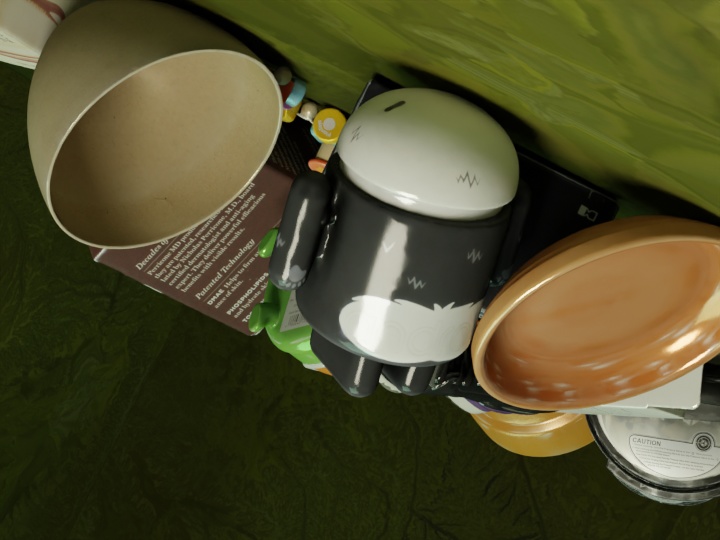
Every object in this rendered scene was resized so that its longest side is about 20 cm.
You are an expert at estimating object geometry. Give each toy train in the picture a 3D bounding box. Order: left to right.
[{"bbox_3d":[-0.048,-0.123,1.497,0.200,0.056,0.150,28,178,-27],"label":"toy train"}]

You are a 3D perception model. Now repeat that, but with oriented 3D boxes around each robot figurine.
[{"bbox_3d":[0.027,-0.019,1.136,0.125,0.200,0.150,22,-155,15],"label":"robot figurine"}]

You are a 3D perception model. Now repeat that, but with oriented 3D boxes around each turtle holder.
[{"bbox_3d":[-0.008,0.009,1.495,0.132,0.141,0.186,37,-155,-33],"label":"turtle holder"}]

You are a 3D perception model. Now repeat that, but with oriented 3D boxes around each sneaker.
[{"bbox_3d":[0.087,0.064,1.301,0.087,0.076,0.200,6,172,35],"label":"sneaker"}]

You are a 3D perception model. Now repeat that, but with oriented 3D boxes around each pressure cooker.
[{"bbox_3d":[0.274,0.105,1.504,0.179,0.176,0.200,56,-176,12],"label":"pressure cooker"}]

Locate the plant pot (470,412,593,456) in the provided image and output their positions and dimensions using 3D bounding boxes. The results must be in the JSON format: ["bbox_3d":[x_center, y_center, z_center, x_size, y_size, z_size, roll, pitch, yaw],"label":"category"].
[{"bbox_3d":[0.175,0.069,1.871,0.200,0.200,0.183,25,164,39],"label":"plant pot"}]

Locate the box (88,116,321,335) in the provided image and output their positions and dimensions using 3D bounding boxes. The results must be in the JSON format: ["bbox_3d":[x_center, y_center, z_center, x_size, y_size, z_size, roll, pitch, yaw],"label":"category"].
[{"bbox_3d":[-0.139,-0.077,1.624,0.200,0.164,0.166,28,-156,-39],"label":"box"}]

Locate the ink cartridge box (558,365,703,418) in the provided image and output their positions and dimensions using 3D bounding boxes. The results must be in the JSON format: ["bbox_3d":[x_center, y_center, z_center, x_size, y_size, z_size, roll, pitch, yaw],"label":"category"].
[{"bbox_3d":[0.197,0.056,1.400,0.200,0.115,0.068,1,168,37],"label":"ink cartridge box"}]

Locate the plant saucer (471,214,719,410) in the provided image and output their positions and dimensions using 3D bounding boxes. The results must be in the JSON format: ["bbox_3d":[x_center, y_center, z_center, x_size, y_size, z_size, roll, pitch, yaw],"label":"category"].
[{"bbox_3d":[0.167,0.025,1.159,0.200,0.200,0.038,29,-143,-48],"label":"plant saucer"}]

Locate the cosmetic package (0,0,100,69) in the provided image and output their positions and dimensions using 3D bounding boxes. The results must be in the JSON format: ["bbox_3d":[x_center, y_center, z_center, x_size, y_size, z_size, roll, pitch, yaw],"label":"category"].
[{"bbox_3d":[-0.298,-0.230,1.373,0.103,0.087,0.200,14,173,26],"label":"cosmetic package"}]

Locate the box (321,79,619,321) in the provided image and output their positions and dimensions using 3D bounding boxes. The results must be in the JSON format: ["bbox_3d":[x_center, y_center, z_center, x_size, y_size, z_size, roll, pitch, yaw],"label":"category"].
[{"bbox_3d":[0.065,-0.040,1.307,0.196,0.118,0.200,27,179,-2],"label":"box"}]

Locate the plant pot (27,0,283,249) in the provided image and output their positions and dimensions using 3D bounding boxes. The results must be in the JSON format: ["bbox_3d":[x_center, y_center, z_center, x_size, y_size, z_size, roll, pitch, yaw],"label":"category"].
[{"bbox_3d":[-0.179,-0.135,1.378,0.200,0.200,0.135,29,-159,-55],"label":"plant pot"}]
